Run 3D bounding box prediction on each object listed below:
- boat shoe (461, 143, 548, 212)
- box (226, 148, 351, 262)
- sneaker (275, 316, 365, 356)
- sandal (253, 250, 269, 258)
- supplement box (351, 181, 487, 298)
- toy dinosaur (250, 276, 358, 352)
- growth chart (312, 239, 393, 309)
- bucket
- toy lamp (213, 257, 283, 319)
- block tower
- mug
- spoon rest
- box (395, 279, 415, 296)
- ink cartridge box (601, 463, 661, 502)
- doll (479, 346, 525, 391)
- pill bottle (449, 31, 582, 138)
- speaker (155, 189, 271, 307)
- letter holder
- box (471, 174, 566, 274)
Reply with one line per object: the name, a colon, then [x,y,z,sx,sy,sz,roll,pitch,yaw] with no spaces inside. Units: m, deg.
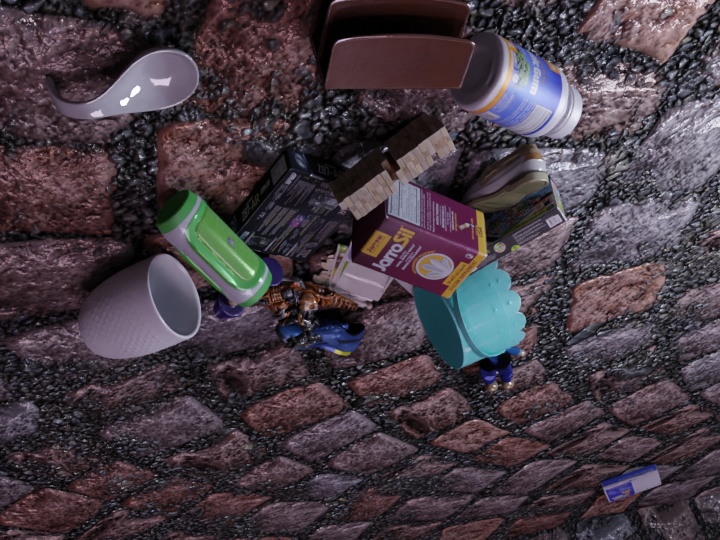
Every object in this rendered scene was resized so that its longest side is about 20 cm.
boat shoe: [0.239,-0.151,1.560,0.073,0.070,0.199,3,164,-35]
box: [-0.104,-0.100,1.511,0.158,0.044,0.200,12,138,-36]
sneaker: [-0.077,0.115,1.832,0.197,0.067,0.079,13,126,-37]
sandal: [-0.239,-0.036,1.549,0.198,0.044,0.076,17,135,-40]
supplement box: [0.098,-0.057,1.565,0.196,0.105,0.131,20,137,-19]
toy dinosaur: [-0.108,0.069,1.714,0.196,0.103,0.138,15,128,9]
growth chart: [0.000,0.000,1.692,0.142,0.018,0.201,24,135,-15]
bucket: [0.199,0.074,1.722,0.133,0.209,0.209,-25,150,-16]
toy lamp: [-0.204,0.038,1.637,0.057,0.060,0.199,10,154,-34]
block tower: [0.048,-0.161,1.433,0.198,0.054,0.058,-35,137,4]
mug: [-0.371,0.069,1.578,0.172,0.151,0.199,-22,178,20]
spoon rest: [-0.307,-0.238,1.206,0.195,0.062,0.100,-13,147,-3]
box: [0.107,0.020,1.784,0.041,0.039,0.200,-26,146,18]
ink cartridge box: [0.927,0.722,3.173,0.194,0.048,0.201,-21,145,11]
doll: [0.316,0.206,2.140,0.133,0.049,0.202,-10,142,9]
pill bottle: [0.233,-0.261,1.353,0.197,0.114,0.112,13,138,-38]
speaker: [-0.230,-0.033,1.463,0.087,0.089,0.200,-30,121,22]
letter holder: [0.047,-0.322,1.197,0.195,0.102,0.143,-4,144,-18]
box: [0.262,-0.079,1.635,0.198,0.111,0.035,-31,119,21]
